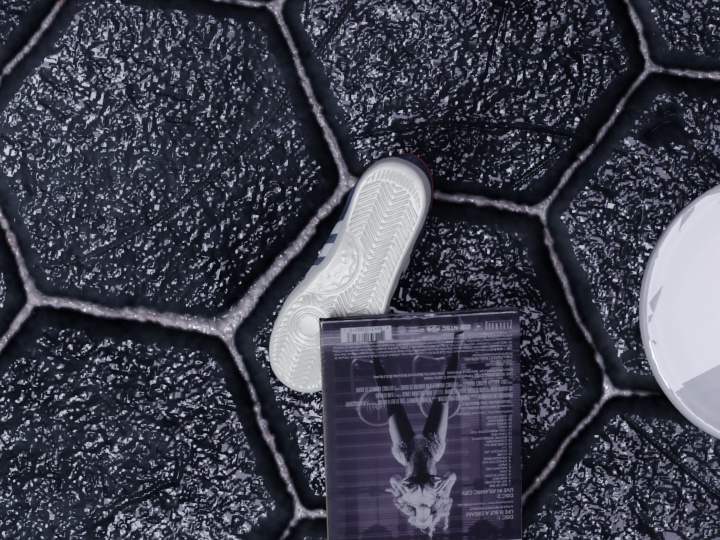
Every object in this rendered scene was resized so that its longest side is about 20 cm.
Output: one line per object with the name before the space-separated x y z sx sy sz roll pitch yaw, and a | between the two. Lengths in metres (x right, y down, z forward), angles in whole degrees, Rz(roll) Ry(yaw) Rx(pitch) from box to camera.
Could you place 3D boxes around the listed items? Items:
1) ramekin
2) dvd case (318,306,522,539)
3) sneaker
ramekin | 0.299 0.033 1.725 0.201 0.094 0.204 0 86 -4
dvd case | 0.046 0.127 1.711 0.147 0.016 0.202 -3 107 -4
sneaker | 0.000 0.000 1.724 0.075 0.085 0.201 32 110 1
